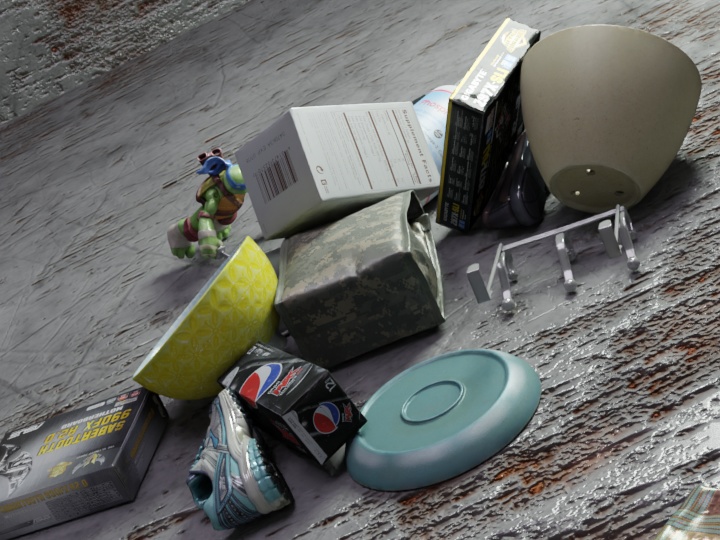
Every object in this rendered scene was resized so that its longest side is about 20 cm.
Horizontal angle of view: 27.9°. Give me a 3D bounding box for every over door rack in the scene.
[{"bbox_3d":[0.196,-0.006,1.437,0.147,0.067,0.200,-20,3,16],"label":"over door rack"}]

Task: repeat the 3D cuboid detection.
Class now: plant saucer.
[{"bbox_3d":[0.071,0.130,1.352,0.199,0.028,0.200,-23,23,10],"label":"plant saucer"}]

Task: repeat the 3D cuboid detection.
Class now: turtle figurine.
[{"bbox_3d":[-0.168,-0.054,1.952,0.194,0.199,0.144,-28,34,58],"label":"turtle figurine"}]

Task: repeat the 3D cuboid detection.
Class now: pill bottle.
[{"bbox_3d":[0.099,-0.167,1.859,0.200,0.109,0.108,-41,27,-30],"label":"pill bottle"}]

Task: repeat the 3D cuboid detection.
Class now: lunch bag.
[{"bbox_3d":[0.000,0.000,1.593,0.163,0.118,0.200,-22,27,12],"label":"lunch bag"}]

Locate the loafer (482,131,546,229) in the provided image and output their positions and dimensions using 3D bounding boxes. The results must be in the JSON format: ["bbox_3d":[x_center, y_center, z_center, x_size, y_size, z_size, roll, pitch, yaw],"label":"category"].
[{"bbox_3d":[0.188,-0.114,1.702,0.063,0.072,0.200,-20,25,30],"label":"loafer"}]

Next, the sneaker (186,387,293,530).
[{"bbox_3d":[-0.133,0.181,1.400,0.086,0.078,0.200,-31,22,-3],"label":"sneaker"}]

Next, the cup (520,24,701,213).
[{"bbox_3d":[0.263,-0.148,1.572,0.199,0.200,0.144,-9,56,35],"label":"cup"}]

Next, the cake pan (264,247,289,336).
[{"bbox_3d":[-0.113,0.029,1.758,0.199,0.037,0.200,-22,23,10],"label":"cake pan"}]

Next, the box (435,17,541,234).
[{"bbox_3d":[0.146,-0.165,1.677,0.049,0.201,0.160,24,53,17],"label":"box"}]

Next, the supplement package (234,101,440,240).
[{"bbox_3d":[-0.024,-0.118,1.690,0.199,0.118,0.117,-9,-16,-44],"label":"supplement package"}]

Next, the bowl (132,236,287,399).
[{"bbox_3d":[-0.145,0.073,1.573,0.200,0.108,0.200,-49,6,7],"label":"bowl"}]

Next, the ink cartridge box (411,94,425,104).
[{"bbox_3d":[0.027,-0.186,2.078,0.199,0.037,0.095,-31,22,-5],"label":"ink cartridge box"}]

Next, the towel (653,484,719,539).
[{"bbox_3d":[0.240,0.218,0.984,0.146,0.022,0.200,-1,33,46],"label":"towel"}]

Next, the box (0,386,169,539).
[{"bbox_3d":[-0.320,0.211,1.572,0.199,0.049,0.159,-19,23,18],"label":"box"}]

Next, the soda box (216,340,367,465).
[{"bbox_3d":[-0.071,0.126,1.424,0.063,0.071,0.200,-43,19,-14],"label":"soda box"}]
